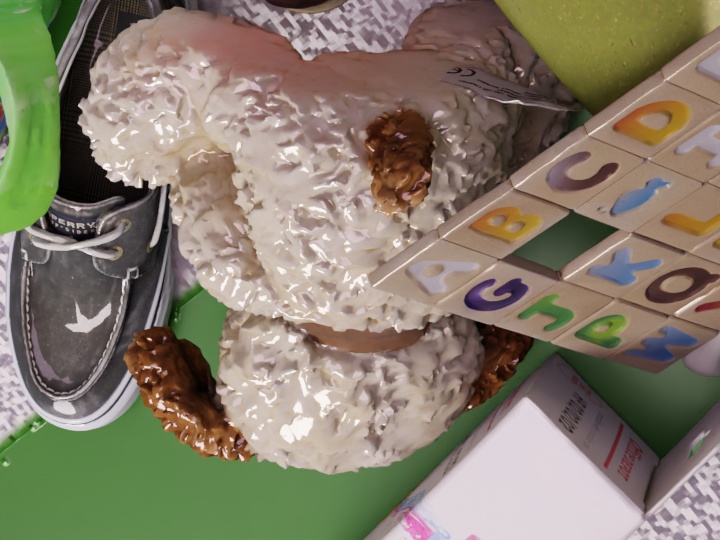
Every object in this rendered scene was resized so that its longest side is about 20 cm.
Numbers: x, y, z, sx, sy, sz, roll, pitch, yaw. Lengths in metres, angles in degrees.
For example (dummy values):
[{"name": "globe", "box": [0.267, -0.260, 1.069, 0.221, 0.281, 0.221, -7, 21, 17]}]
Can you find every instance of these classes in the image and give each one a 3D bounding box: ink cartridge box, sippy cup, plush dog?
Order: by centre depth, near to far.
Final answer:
[{"name": "plush dog", "box": [0.000, 0.000, 0.969, 0.200, 0.161, 0.172, -5, 120, -14]}, {"name": "ink cartridge box", "box": [0.054, 0.102, 1.000, 0.068, 0.115, 0.200, 45, 101, 2]}, {"name": "sippy cup", "box": [-0.195, -0.076, 1.018, 0.139, 0.178, 0.131, 7, 115, -16]}]

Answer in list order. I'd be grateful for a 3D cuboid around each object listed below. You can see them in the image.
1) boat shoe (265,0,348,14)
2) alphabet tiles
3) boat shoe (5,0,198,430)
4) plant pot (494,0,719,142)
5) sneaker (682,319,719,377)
[{"name": "boat shoe", "box": [-0.003, -0.197, 0.995, 0.072, 0.072, 0.200, 22, 100, 7]}, {"name": "alphabet tiles", "box": [0.127, -0.028, 0.874, 0.200, 0.167, 0.008, -35, 56, 31]}, {"name": "boat shoe", "box": [-0.113, -0.030, 1.036, 0.072, 0.071, 0.200, 9, 98, 9]}, {"name": "plant pot", "box": [0.105, -0.139, 0.889, 0.187, 0.187, 0.200, -24, 65, 12]}, {"name": "sneaker", "box": [0.151, -0.060, 0.992, 0.084, 0.075, 0.200, 26, 104, 24]}]
